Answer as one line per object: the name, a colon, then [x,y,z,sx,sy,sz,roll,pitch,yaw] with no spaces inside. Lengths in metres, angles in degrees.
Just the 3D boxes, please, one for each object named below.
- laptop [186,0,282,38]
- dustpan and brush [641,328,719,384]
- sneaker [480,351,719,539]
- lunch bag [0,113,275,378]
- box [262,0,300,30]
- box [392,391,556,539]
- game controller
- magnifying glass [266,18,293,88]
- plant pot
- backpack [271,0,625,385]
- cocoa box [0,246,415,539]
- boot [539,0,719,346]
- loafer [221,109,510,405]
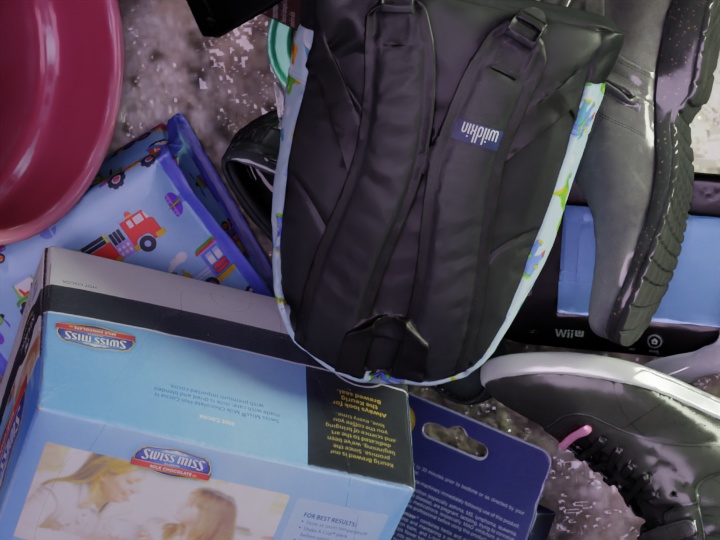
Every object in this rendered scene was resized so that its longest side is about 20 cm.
laptop: [-0.011,-0.233,1.318,0.103,0.200,0.177,-40,70,53]
dustpan and brush: [0.221,0.040,1.353,0.200,0.057,0.140,-26,121,13]
sneaker: [0.150,0.112,1.344,0.200,0.071,0.099,20,70,-11]
lunch bag: [-0.112,0.042,1.414,0.150,0.094,0.200,-31,103,10]
box: [-0.061,-0.201,1.349,0.200,0.075,0.100,28,77,2]
box: [0.031,0.173,1.409,0.121,0.032,0.200,22,98,27]
game controller: [0.163,-0.004,1.381,0.200,0.042,0.104,5,100,8]
magnifying glass: [0.047,-0.114,1.390,0.200,0.022,0.080,10,101,6]
plant pot: [-0.253,-0.113,1.345,0.179,0.200,0.200,1,102,38]
backpack: [0.030,-0.041,1.271,0.163,0.154,0.200,10,93,-2]
cocoa box: [-0.086,0.095,1.324,0.200,0.131,0.133,13,127,-14]
boot: [0.110,-0.066,1.341,0.131,0.070,0.200,11,81,16]
loafer: [0.000,0.000,1.385,0.201,0.070,0.068,48,128,-1]
